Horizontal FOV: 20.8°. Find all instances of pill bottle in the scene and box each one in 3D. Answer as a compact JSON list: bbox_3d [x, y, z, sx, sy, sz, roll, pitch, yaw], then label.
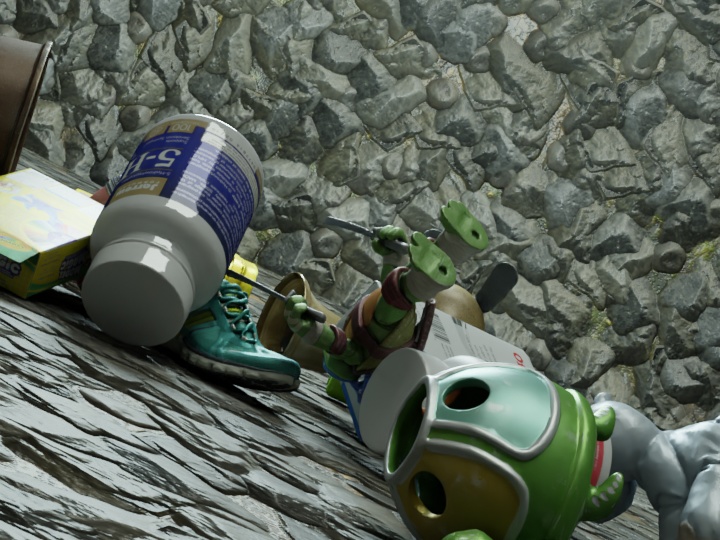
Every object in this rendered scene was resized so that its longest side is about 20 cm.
[{"bbox_3d":[-0.163,-0.033,1.673,0.119,0.120,0.200,26,39,-4],"label":"pill bottle"},{"bbox_3d":[0.102,0.139,1.645,0.199,0.120,0.119,25,2,-31],"label":"pill bottle"}]

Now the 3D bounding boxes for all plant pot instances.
[{"bbox_3d":[-0.408,-0.149,1.820,0.197,0.201,0.200,18,3,-9],"label":"plant pot"}]

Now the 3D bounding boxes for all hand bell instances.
[{"bbox_3d":[0.005,0.085,1.905,0.199,0.105,0.104,23,3,-23],"label":"hand bell"}]

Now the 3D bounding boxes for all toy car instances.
[{"bbox_3d":[0.079,0.068,2.019,0.164,0.201,0.158,25,2,-1],"label":"toy car"}]

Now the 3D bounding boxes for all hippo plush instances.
[{"bbox_3d":[0.264,0.191,1.786,0.160,0.201,0.159,16,33,8],"label":"hippo plush"}]

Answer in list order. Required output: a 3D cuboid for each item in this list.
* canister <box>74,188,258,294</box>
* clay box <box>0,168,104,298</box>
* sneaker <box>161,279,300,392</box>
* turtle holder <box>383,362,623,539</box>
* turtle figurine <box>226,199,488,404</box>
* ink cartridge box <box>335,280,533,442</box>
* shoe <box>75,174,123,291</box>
[{"bbox_3d":[-0.211,-0.006,1.965,0.199,0.087,0.149,24,2,-8],"label":"canister"},{"bbox_3d":[-0.290,-0.032,1.672,0.114,0.048,0.200,26,19,14],"label":"clay box"},{"bbox_3d":[-0.123,0.049,1.702,0.200,0.080,0.077,28,3,41],"label":"sneaker"},{"bbox_3d":[0.082,0.146,1.293,0.131,0.186,0.141,26,-30,-13],"label":"turtle holder"},{"bbox_3d":[0.000,0.000,1.664,0.143,0.194,0.201,2,61,-42],"label":"turtle figurine"},{"bbox_3d":[0.081,0.115,1.826,0.199,0.084,0.146,26,28,-34],"label":"ink cartridge box"},{"bbox_3d":[-0.199,0.015,1.812,0.201,0.091,0.072,56,4,-14],"label":"shoe"}]
